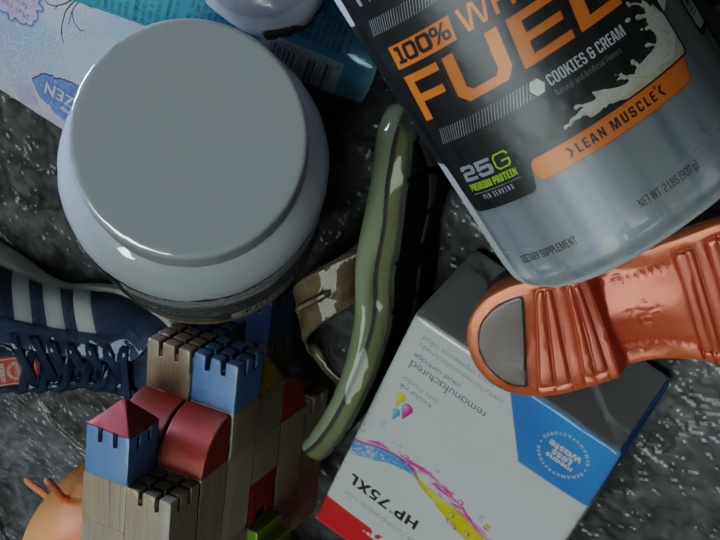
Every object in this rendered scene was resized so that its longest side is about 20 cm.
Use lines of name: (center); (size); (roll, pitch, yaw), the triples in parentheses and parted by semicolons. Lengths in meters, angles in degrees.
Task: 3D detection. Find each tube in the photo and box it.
tube: (-0.082, -0.133, 0.773); (0.199, 0.051, 0.078); (20, 126, -5)

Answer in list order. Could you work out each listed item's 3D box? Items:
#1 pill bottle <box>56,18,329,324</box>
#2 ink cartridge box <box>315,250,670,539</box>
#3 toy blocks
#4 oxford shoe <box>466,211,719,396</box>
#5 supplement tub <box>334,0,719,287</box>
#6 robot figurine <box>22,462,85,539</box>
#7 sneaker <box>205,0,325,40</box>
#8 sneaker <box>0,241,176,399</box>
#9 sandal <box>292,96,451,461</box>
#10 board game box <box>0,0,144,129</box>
pill bottle: (-0.072, -0.040, 0.764); (0.116, 0.116, 0.200); (42, 173, 2)
ink cartridge box: (0.055, 0.103, 0.869); (0.116, 0.067, 0.201); (33, 132, 11)
toy blocks: (-0.075, 0.085, 0.872); (0.099, 0.200, 0.138); (17, 115, 24)
oxford shoe: (0.146, 0.001, 0.750); (0.198, 0.073, 0.072); (-7, 111, 16)
supplement tub: (0.063, -0.104, 0.692); (0.122, 0.123, 0.201); (-25, 103, 41)
robot figurine: (-0.112, 0.184, 0.991); (0.200, 0.144, 0.117); (43, 116, -10)
sneaker: (-0.060, -0.192, 0.701); (0.074, 0.087, 0.202); (-16, 97, -1)
sneaker: (-0.178, 0.046, 0.973); (0.199, 0.085, 0.075); (17, 127, 23)
sandal: (0.001, -0.001, 0.834); (0.057, 0.080, 0.202); (20, 119, 15)
board game box: (-0.167, -0.183, 0.844); (0.199, 0.043, 0.200); (33, 131, 11)
